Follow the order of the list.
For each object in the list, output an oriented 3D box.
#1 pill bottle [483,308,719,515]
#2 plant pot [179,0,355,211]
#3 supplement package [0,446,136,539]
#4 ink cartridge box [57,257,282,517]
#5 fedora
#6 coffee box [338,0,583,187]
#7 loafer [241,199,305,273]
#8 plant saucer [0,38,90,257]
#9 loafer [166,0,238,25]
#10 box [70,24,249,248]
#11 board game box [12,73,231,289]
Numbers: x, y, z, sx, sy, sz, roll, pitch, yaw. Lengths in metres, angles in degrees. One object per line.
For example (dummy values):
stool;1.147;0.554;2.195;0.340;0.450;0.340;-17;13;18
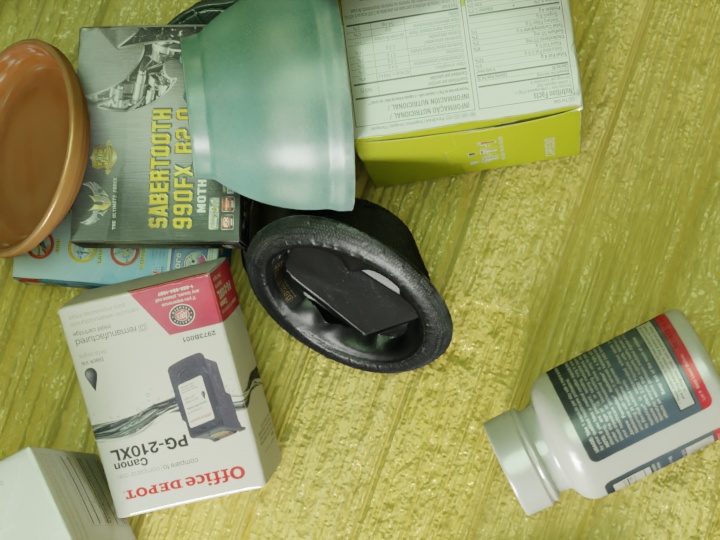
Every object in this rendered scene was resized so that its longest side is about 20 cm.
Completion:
pill bottle;0.214;0.128;1.553;0.199;0.120;0.120;-27;80;3
plant pot;-0.083;-0.144;1.505;0.133;0.200;0.201;-6;82;-6
supplement package;-0.283;0.230;1.568;0.113;0.200;0.110;-28;79;4
ink cartridge box;-0.168;0.106;1.597;0.144;0.084;0.201;-13;99;9
fedora;0.000;0.000;1.597;0.200;0.201;0.092;16;52;10
coffee box;0.086;-0.198;1.571;0.199;0.200;0.199;-8;81;5
loafer;-0.068;-0.086;1.644;0.073;0.071;0.201;13;85;9
plant saucer;-0.304;-0.109;1.625;0.200;0.037;0.201;-12;74;46
loafer;-0.106;-0.242;1.684;0.199;0.063;0.072;-27;110;10
box;-0.178;-0.120;1.618;0.158;0.048;0.201;1;83;7
board game box;-0.215;-0.079;1.671;0.195;0.056;0.201;5;84;9
